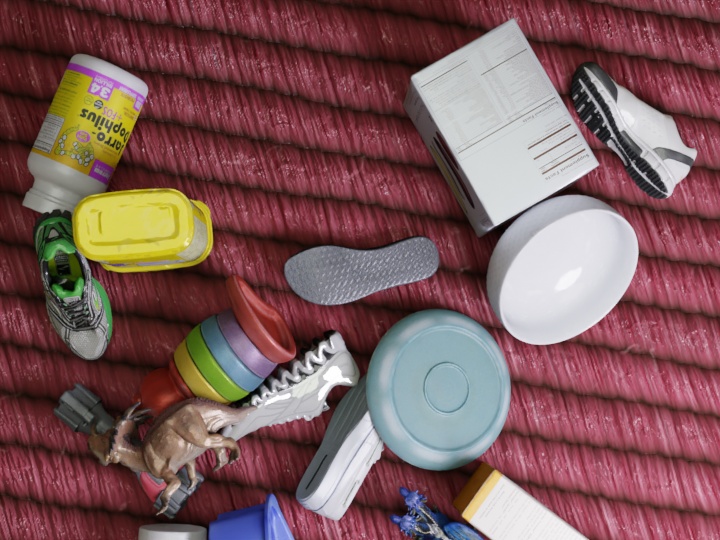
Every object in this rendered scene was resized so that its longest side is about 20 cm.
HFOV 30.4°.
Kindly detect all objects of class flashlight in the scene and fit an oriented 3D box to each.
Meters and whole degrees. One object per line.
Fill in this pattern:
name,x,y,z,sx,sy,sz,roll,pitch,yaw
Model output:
flashlight,-0.290,0.222,1.648,0.200,0.068,0.068,38,121,5

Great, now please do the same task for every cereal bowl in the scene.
cereal bowl,0.238,-0.012,1.629,0.199,0.200,0.083,-32,44,-3

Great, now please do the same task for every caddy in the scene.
caddy,-0.118,0.374,1.602,0.104,0.141,0.201,-7,88,1

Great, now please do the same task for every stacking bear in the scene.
stacking bear,-0.189,0.121,1.631,0.200,0.121,0.114,-37,44,8

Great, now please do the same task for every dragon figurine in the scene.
dragon figurine,0.117,0.338,1.628,0.200,0.099,0.059,37,87,1

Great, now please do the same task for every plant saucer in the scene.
plant saucer,0.103,0.147,1.642,0.199,0.027,0.201,3,83,-21

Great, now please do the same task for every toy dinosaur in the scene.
toy dinosaur,-0.223,0.194,1.572,0.200,0.086,0.136,-34,90,-4

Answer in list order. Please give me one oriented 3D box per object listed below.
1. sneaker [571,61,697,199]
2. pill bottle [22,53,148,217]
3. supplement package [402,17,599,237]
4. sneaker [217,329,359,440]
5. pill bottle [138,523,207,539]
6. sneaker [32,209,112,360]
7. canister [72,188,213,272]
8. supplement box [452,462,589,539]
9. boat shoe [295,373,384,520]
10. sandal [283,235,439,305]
sneaker,0.347,-0.188,1.688,0.080,0.074,0.200,-39,93,-17
pill bottle,-0.347,-0.159,1.646,0.104,0.104,0.201,22,87,0
supplement package,0.164,-0.167,1.613,0.147,0.191,0.201,-30,87,-2
sneaker,-0.089,0.161,1.652,0.200,0.075,0.081,-36,99,-1
pill bottle,-0.233,0.414,1.610,0.112,0.113,0.201,3,86,-1
sneaker,-0.356,0.031,1.617,0.078,0.085,0.201,-15,123,-3
canister,-0.259,-0.048,1.593,0.148,0.200,0.087,-5,87,-2
supplement box,0.215,0.326,1.619,0.200,0.126,0.074,37,86,2
boat shoe,-0.006,0.217,1.657,0.067,0.073,0.200,38,82,-29
sandal,0.000,0.001,1.680,0.199,0.043,0.077,-6,94,-11
